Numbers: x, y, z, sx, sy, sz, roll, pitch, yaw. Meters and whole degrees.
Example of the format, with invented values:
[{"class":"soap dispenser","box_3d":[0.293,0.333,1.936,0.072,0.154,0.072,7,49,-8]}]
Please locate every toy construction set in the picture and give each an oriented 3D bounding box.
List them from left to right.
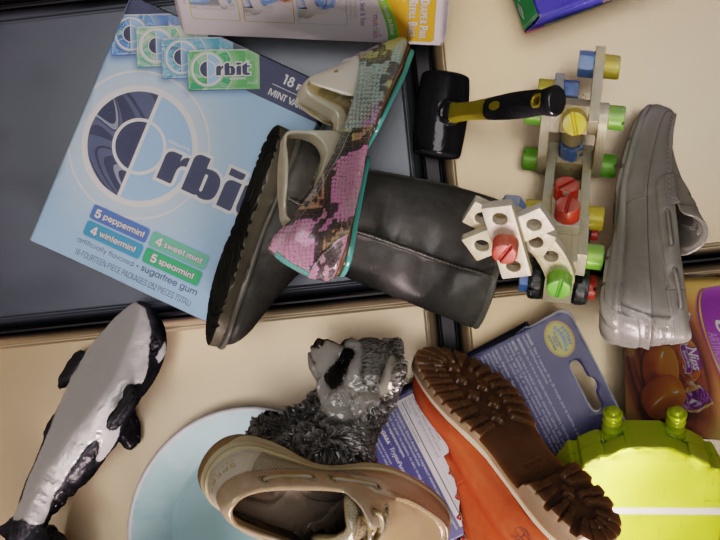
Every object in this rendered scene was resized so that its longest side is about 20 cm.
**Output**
[{"class":"toy construction set","box_3d":[0.141,-0.055,0.868,0.091,0.201,0.132,17,137,18]}]

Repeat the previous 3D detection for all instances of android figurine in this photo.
[{"class":"android figurine","box_3d":[0.201,0.184,0.898,0.179,0.041,0.203,-2,119,4]}]

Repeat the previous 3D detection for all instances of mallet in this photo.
[{"class":"mallet","box_3d":[0.086,-0.103,0.856,0.041,0.200,0.067,7,99,-20]}]

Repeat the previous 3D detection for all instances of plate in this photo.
[{"class":"plate","box_3d":[-0.083,0.206,0.957,0.197,0.026,0.204,0,93,3]}]

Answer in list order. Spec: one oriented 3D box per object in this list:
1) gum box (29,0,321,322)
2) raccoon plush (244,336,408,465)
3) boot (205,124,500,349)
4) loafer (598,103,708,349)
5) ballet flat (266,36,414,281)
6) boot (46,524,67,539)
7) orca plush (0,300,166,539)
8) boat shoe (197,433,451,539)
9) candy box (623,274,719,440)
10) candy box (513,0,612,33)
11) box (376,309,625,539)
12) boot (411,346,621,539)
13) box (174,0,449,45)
[{"class":"gum box","box_3d":[-0.135,-0.081,0.936,0.168,0.045,0.202,24,94,0]},{"class":"raccoon plush","box_3d":[0.007,0.139,0.906,0.133,0.097,0.201,-32,120,1]},{"class":"boot","box_3d":[0.000,0.001,0.907,0.198,0.073,0.184,22,94,-20]},{"class":"loafer","box_3d":[0.216,-0.033,0.879,0.069,0.070,0.202,7,61,13]},{"class":"ballet flat","box_3d":[-0.018,-0.090,0.842,0.070,0.069,0.202,21,66,-9]},{"class":"boot","box_3d":[-0.160,0.281,0.928,0.171,0.069,0.203,-8,103,16]},{"class":"orca plush","box_3d":[-0.192,0.128,0.933,0.071,0.104,0.203,36,62,-39]},{"class":"boat shoe","box_3d":[-0.015,0.167,0.823,0.198,0.065,0.073,23,102,-30]},{"class":"candy box","box_3d":[0.288,0.061,0.873,0.198,0.056,0.119,-2,93,34]},{"class":"candy box","box_3d":[0.171,-0.302,0.899,0.167,0.077,0.203,-19,91,2]},{"class":"box","box_3d":[0.097,0.124,0.934,0.198,0.032,0.122,-28,91,11]},{"class":"boot","box_3d":[0.087,0.148,0.869,0.201,0.074,0.108,53,132,32]},{"class":"box","box_3d":[-0.032,-0.241,0.879,0.197,0.102,0.114,4,65,2]}]
